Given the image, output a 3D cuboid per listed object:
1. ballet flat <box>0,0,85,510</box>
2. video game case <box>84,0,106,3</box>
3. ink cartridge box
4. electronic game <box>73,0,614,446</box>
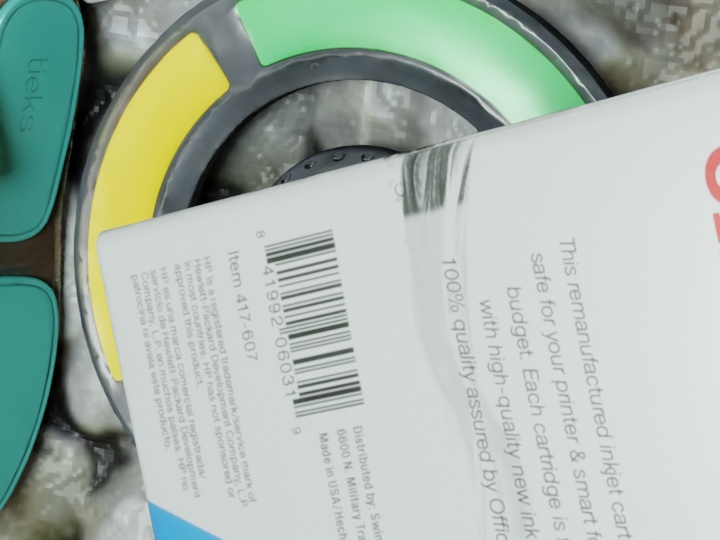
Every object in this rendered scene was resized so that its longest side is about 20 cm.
[{"bbox_3d":[-0.136,-0.008,0.822,0.065,0.070,0.201,21,101,44],"label":"ballet flat"},{"bbox_3d":[-0.045,-0.165,0.703,0.180,0.200,0.036,-10,54,21],"label":"video game case"},{"bbox_3d":[0.046,0.039,0.603,0.199,0.084,0.147,-12,87,30],"label":"ink cartridge box"},{"bbox_3d":[0.000,0.000,0.773,0.199,0.042,0.201,3,99,19],"label":"electronic game"}]
